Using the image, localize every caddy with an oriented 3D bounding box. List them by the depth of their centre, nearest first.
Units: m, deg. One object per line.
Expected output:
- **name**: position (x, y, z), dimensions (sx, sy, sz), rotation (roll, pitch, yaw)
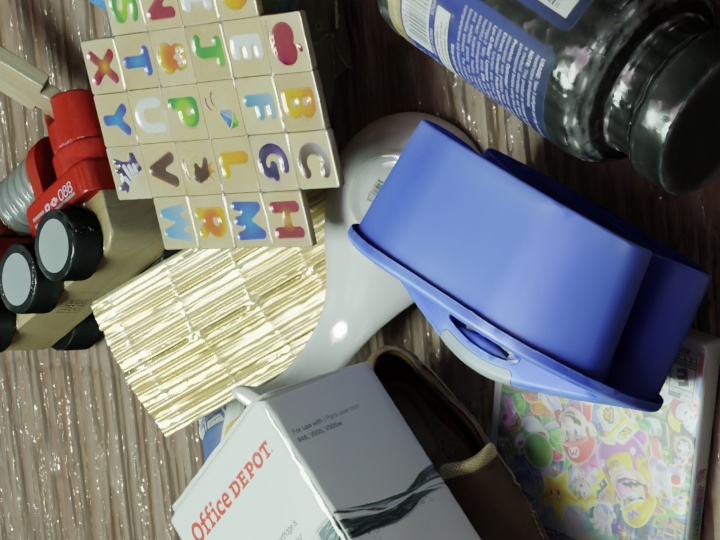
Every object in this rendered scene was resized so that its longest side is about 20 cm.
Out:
- **caddy**: position (0.085, 0.006, 1.202), dimensions (0.200, 0.141, 0.105), rotation (34, 99, 38)

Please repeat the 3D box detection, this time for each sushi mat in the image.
- **sushi mat**: position (-0.062, 0.016, 1.378), dimensions (0.200, 0.012, 0.096), rotation (-29, 90, 16)

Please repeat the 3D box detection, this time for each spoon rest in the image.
- **spoon rest**: position (0.000, 0.000, 1.328), dimensions (0.099, 0.061, 0.200), rotation (34, 94, 18)

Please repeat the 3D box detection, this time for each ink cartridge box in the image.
- **ink cartridge box**: position (-0.004, 0.173, 1.263), dimensions (0.200, 0.083, 0.147), rotation (57, 140, 17)

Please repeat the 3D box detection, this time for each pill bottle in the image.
- **pill bottle**: position (0.110, -0.126, 1.178), dimensions (0.200, 0.112, 0.112), rotation (39, 125, 31)

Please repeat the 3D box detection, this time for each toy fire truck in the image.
- **toy fire truck**: position (-0.227, -0.061, 1.530), dimensions (0.176, 0.128, 0.201), rotation (-36, 63, 44)

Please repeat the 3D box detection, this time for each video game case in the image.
- **video game case**: position (0.131, 0.115, 1.287), dimensions (0.143, 0.018, 0.201), rotation (19, 113, 39)

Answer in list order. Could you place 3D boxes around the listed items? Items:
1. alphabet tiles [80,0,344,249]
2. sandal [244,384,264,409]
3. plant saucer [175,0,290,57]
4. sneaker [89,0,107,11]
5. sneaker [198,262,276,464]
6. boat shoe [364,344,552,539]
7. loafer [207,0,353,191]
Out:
- **alphabet tiles**: position (-0.090, -0.093, 1.322), dimensions (0.200, 0.006, 0.167), rotation (-1, 106, 46)
- **sandal**: position (0.013, 0.136, 1.359), dimensions (0.200, 0.048, 0.075), rotation (46, 161, 11)
- **plant saucer**: position (-0.040, -0.221, 1.311), dimensions (0.070, 0.019, 0.201), rotation (25, 91, 38)
- **sneaker**: position (-0.135, -0.171, 1.431), dimensions (0.200, 0.078, 0.066), rotation (46, 126, 24)
- **sneaker**: position (-0.076, 0.073, 1.449), dimensions (0.088, 0.075, 0.201), rotation (11, 99, 50)
- **boat shoe**: position (0.056, 0.128, 1.285), dimensions (0.202, 0.075, 0.075), rotation (51, 157, 21)
- **loafer**: position (-0.044, -0.144, 1.357), dimensions (0.075, 0.070, 0.201), rotation (12, 92, 40)
